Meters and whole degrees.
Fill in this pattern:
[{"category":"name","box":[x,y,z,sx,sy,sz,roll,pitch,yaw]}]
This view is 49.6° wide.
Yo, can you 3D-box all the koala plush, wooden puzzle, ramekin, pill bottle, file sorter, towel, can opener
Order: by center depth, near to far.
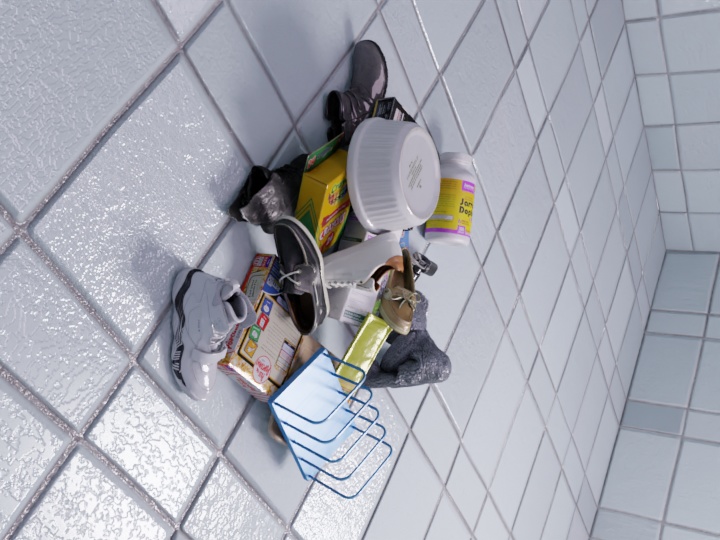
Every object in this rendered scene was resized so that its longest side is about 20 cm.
[{"category":"file sorter","box":[-0.041,0.263,1.323,0.139,0.122,0.202,-43,131,-31]},{"category":"ramekin","box":[0.065,-0.163,1.344,0.202,0.093,0.206,-1,91,-60]},{"category":"wooden puzzle","box":[-0.092,0.233,1.419,0.185,0.037,0.202,44,53,-48]},{"category":"towel","box":[-0.010,0.176,1.422,0.086,0.018,0.202,29,91,-54]},{"category":"koala plush","box":[0.092,0.131,1.579,0.176,0.182,0.203,10,72,-54]},{"category":"can opener","box":[0.121,-0.007,1.656,0.067,0.052,0.200,-55,168,9]},{"category":"pill bottle","box":[0.205,-0.160,1.760,0.104,0.103,0.203,13,83,-56]}]

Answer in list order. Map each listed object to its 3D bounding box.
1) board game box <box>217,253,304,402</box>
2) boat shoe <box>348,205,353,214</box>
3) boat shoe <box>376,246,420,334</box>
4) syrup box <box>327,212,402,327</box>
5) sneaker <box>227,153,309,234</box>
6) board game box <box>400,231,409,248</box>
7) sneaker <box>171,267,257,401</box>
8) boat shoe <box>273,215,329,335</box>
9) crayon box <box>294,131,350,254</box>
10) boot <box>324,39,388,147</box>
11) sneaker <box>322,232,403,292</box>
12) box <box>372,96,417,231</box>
[{"category":"board game box","box":[-0.154,0.097,1.295,0.152,0.046,0.202,50,52,-46]},{"category":"boat shoe","box":[-0.002,-0.159,1.481,0.199,0.065,0.075,-38,122,-49]},{"category":"boat shoe","box":[0.072,0.034,1.475,0.073,0.063,0.201,27,34,-27]},{"category":"syrup box","box":[0.000,0.000,1.446,0.078,0.081,0.203,21,85,-34]},{"category":"sneaker","box":[-0.140,-0.141,1.281,0.201,0.059,0.105,-62,144,-26]},{"category":"board game box","box":[0.036,-0.042,1.577,0.199,0.036,0.154,-8,100,-55]},{"category":"sneaker","box":[-0.215,0.099,1.142,0.075,0.114,0.203,-13,104,-54]},{"category":"boat shoe","box":[-0.100,0.009,1.263,0.068,0.071,0.202,-49,132,-51]},{"category":"crayon box","box":[-0.060,-0.120,1.328,0.127,0.050,0.202,-46,156,-50]},{"category":"boot","box":[-0.011,-0.332,1.456,0.131,0.069,0.203,-13,100,-50]},{"category":"sneaker","box":[-0.018,0.010,1.355,0.073,0.198,0.086,23,45,-68]},{"category":"box","box":[0.065,-0.198,1.478,0.159,0.049,0.203,35,62,-48]}]
